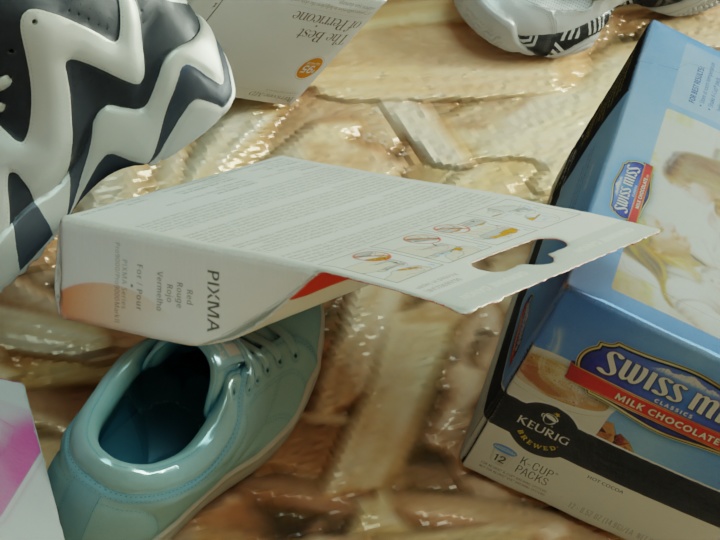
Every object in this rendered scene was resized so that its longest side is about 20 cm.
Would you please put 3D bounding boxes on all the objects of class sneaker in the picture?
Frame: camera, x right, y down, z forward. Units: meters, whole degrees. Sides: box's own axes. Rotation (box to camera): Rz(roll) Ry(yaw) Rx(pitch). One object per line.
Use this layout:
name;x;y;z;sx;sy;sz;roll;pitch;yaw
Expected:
sneaker;-0.160;-0.073;1.080;0.199;0.130;0.079;-34;29;-5
sneaker;-0.063;0.049;1.098;0.074;0.082;0.200;33;45;4
sneaker;0.142;-0.185;1.380;0.200;0.115;0.075;-16;59;-35

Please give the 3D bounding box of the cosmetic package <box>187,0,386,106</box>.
cosmetic package;-0.085;-0.128;1.201;0.200;0.083;0.051;5;50;-48

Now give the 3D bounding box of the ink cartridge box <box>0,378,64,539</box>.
ink cartridge box;-0.214;0.063;0.985;0.196;0.043;0.200;15;31;-30

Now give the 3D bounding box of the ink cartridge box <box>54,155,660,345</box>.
ink cartridge box;0.000;0.000;1.075;0.200;0.050;0.162;15;20;31

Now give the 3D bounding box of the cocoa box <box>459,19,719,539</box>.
cocoa box;0.147;0.009;1.198;0.133;0.131;0.200;25;45;-3
